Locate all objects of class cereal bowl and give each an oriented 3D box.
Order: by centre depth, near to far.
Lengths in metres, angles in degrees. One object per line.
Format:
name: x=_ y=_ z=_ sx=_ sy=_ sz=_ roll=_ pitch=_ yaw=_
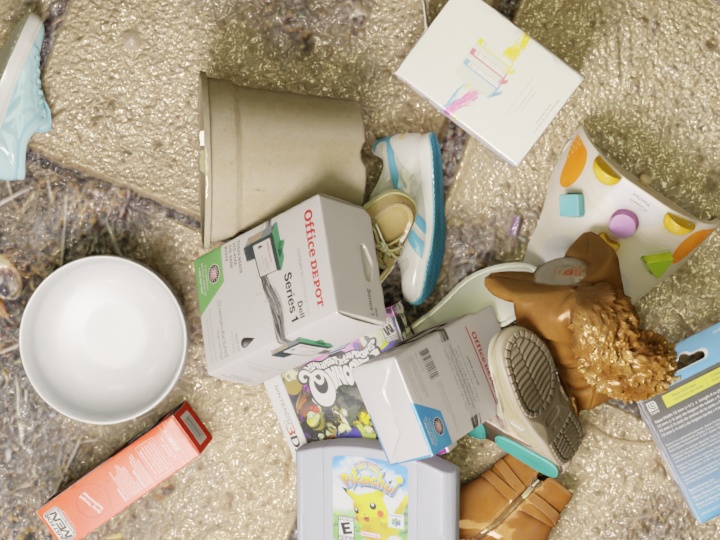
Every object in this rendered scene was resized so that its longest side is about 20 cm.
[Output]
cereal bowl: x=-0.297 y=0.078 z=1.751 sx=0.199 sy=0.083 sz=0.201 roll=0 pitch=94 yaw=2

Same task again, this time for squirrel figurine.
squirrel figurine: x=0.255 y=0.086 z=1.634 sx=0.141 sy=0.200 sz=0.187 roll=-26 pitch=121 yaw=-17

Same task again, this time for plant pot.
plant pot: x=-0.091 y=-0.125 z=1.685 sx=0.182 sy=0.200 sz=0.202 roll=-1 pitch=94 yaw=-8

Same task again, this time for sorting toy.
sorting toy: x=0.284 y=-0.032 z=1.718 sx=0.200 sy=0.107 sz=0.180 roll=34 pitch=114 yaw=1

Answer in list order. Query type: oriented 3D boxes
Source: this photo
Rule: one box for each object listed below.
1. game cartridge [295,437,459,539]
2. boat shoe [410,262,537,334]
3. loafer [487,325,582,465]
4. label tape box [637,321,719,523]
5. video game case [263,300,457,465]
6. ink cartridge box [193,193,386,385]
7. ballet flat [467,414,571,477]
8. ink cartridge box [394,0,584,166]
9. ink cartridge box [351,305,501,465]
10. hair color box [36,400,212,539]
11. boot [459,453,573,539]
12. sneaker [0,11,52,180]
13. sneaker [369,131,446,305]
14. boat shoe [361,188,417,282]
game cartridge: x=0.017 y=0.262 z=1.705 sx=0.199 sy=0.040 sz=0.134 roll=5 pitch=101 yaw=22
boat shoe: x=0.127 y=0.056 z=1.740 sx=0.199 sy=0.062 sz=0.073 roll=-33 pitch=75 yaw=3
loafer: x=0.179 y=0.138 z=1.624 sx=0.076 sy=0.068 sz=0.200 roll=-49 pitch=130 yaw=-27
label tape box: x=0.410 y=0.172 z=1.729 sx=0.143 sy=0.066 sz=0.201 roll=-27 pitch=89 yaw=4
video game case: x=-0.008 y=0.151 z=1.729 sx=0.199 sy=0.036 sz=0.182 roll=-20 pitch=93 yaw=26
ink cartridge box: x=-0.080 y=0.022 z=1.626 sx=0.199 sy=0.084 sz=0.147 roll=-27 pitch=62 yaw=34
ballet flat: x=0.163 y=0.173 z=1.741 sx=0.199 sy=0.068 sz=0.067 roll=28 pitch=65 yaw=13
ink cartridge box: x=0.135 y=-0.227 z=1.684 sx=0.200 sy=0.129 sz=0.125 roll=37 pitch=95 yaw=1
ink cartridge box: x=0.091 y=0.124 z=1.643 sx=0.068 sy=0.200 sz=0.117 roll=-19 pitch=93 yaw=40
hair color box: x=-0.277 y=0.242 z=1.752 sx=0.200 sy=0.102 sz=0.061 roll=-36 pitch=92 yaw=4
boot: x=0.138 y=0.266 z=1.747 sx=0.200 sy=0.077 sz=0.156 roll=38 pitch=88 yaw=10
sneaker: x=-0.400 y=-0.202 z=1.755 sx=0.082 sy=0.074 sz=0.201 roll=19 pitch=90 yaw=-28
sneaker: x=0.054 y=-0.060 z=1.733 sx=0.080 sy=0.076 sz=0.201 roll=-1 pitch=90 yaw=15
boat shoe: x=-0.002 y=-0.001 z=1.667 sx=0.073 sy=0.063 sz=0.201 roll=36 pitch=101 yaw=-28
